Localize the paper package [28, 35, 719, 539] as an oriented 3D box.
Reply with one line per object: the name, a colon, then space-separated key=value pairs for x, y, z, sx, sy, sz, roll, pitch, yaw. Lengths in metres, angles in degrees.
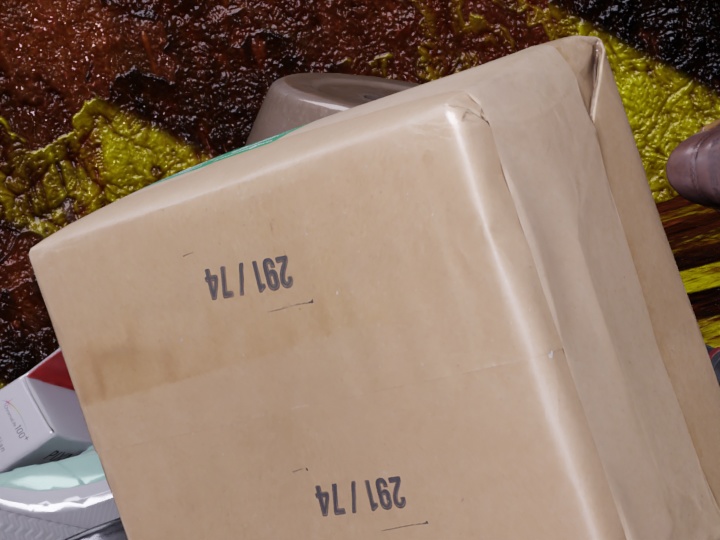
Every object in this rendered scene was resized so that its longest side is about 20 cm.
paper package: x=0.013 y=0.041 z=0.937 sx=0.199 sy=0.192 sz=0.103 roll=-18 pitch=2 yaw=39

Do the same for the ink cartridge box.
ink cartridge box: x=-0.145 y=0.087 z=1.565 sx=0.176 sy=0.045 sz=0.200 roll=-34 pitch=-18 yaw=11

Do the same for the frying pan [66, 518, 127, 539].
frying pan: x=-0.131 y=0.149 z=1.239 sx=0.114 sy=0.031 sz=0.190 roll=-18 pitch=10 yaw=19

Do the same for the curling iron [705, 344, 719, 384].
curling iron: x=0.176 y=0.057 z=1.370 sx=0.050 sy=0.026 sz=0.200 roll=-40 pitch=11 yaw=-9

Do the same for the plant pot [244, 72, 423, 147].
plant pot: x=0.000 y=0.000 z=1.341 sx=0.199 sy=0.176 sz=0.200 roll=8 pitch=13 yaw=-2

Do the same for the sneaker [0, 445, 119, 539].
sneaker: x=-0.170 y=0.134 z=1.462 sx=0.199 sy=0.074 sz=0.118 roll=-8 pitch=8 yaw=-4

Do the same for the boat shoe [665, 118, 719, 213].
boat shoe: x=0.205 y=-0.050 z=1.262 sx=0.072 sy=0.073 sz=0.200 roll=-5 pitch=4 yaw=35
